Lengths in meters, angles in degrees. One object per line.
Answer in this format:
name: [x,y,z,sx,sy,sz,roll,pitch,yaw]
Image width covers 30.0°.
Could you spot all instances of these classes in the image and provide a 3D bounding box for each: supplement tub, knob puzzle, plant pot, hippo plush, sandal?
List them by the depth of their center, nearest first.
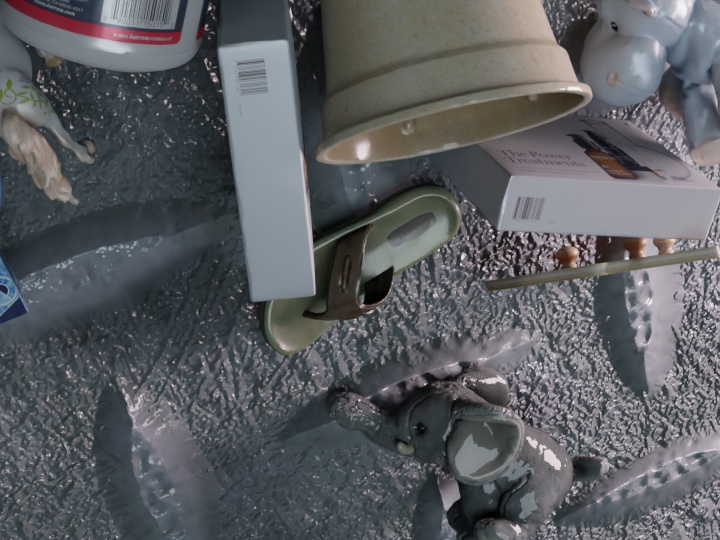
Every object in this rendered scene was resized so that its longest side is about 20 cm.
supplement tub: [-0.156,-0.244,0.881,0.140,0.140,0.200,4,117,-25]
plant pot: [0.047,-0.188,0.959,0.200,0.200,0.184,-11,86,-17]
hippo plush: [0.270,-0.186,1.085,0.161,0.159,0.200,8,115,-27]
sandal: [0.000,-0.001,1.131,0.201,0.057,0.080,-36,126,0]
knob puzzle: [0.207,-0.010,1.170,0.219,0.220,0.030,-8,89,-19]

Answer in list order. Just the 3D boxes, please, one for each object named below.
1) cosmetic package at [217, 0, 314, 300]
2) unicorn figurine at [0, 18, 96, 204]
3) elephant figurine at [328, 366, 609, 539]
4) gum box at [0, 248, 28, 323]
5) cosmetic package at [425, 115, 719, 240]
cosmetic package: [-0.068,-0.102,0.985,0.052,0.151,0.200,-7,122,-3]
unicorn figurine: [-0.253,-0.142,0.917,0.074,0.200,0.137,-46,153,1]
elephant figurine: [0.099,0.154,1.240,0.155,0.141,0.200,-44,114,-30]
gum box: [-0.352,-0.022,0.938,0.170,0.045,0.200,-24,124,-9]
cosmetic package: [0.172,-0.082,1.109,0.200,0.151,0.052,2,115,-24]
